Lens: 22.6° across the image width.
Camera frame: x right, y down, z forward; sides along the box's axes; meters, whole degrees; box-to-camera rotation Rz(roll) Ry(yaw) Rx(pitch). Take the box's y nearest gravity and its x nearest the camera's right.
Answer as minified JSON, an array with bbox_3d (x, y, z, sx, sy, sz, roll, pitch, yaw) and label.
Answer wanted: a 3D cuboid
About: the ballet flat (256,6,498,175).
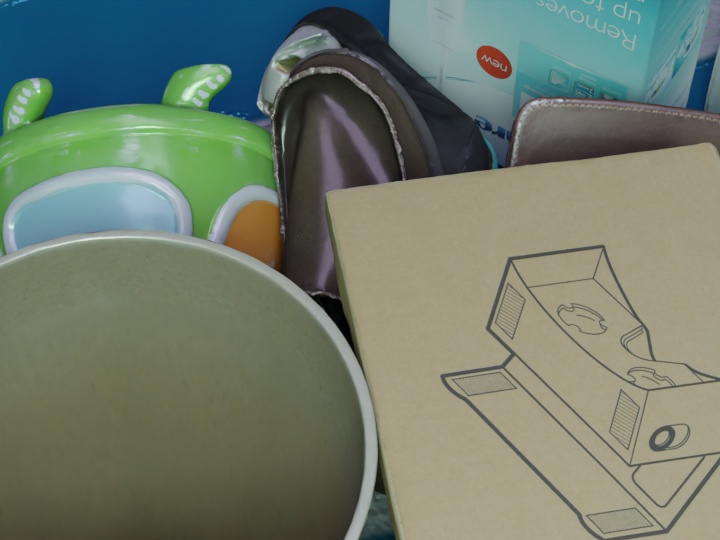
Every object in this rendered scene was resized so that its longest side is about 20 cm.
[{"bbox_3d":[-0.006,-0.087,0.895,0.068,0.069,0.200,4,22,-33],"label":"ballet flat"}]

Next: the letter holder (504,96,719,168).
[{"bbox_3d":[0.160,0.003,0.770,0.198,0.101,0.144,10,91,-8],"label":"letter holder"}]

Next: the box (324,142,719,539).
[{"bbox_3d":[0.083,0.046,0.657,0.162,0.021,0.202,-8,57,-9],"label":"box"}]

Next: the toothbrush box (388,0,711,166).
[{"bbox_3d":[0.094,-0.142,0.894,0.146,0.201,0.085,28,59,17],"label":"toothbrush box"}]

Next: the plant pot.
[{"bbox_3d":[-0.088,0.119,0.702,0.185,0.201,0.189,1,54,-1],"label":"plant pot"}]

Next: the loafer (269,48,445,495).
[{"bbox_3d":[0.000,0.000,0.785,0.072,0.071,0.202,-15,85,26],"label":"loafer"}]

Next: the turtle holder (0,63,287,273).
[{"bbox_3d":[-0.121,-0.009,0.835,0.183,0.141,0.133,1,70,-11],"label":"turtle holder"}]

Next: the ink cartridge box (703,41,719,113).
[{"bbox_3d":[0.291,-0.155,0.976,0.144,0.088,0.201,22,58,14],"label":"ink cartridge box"}]
